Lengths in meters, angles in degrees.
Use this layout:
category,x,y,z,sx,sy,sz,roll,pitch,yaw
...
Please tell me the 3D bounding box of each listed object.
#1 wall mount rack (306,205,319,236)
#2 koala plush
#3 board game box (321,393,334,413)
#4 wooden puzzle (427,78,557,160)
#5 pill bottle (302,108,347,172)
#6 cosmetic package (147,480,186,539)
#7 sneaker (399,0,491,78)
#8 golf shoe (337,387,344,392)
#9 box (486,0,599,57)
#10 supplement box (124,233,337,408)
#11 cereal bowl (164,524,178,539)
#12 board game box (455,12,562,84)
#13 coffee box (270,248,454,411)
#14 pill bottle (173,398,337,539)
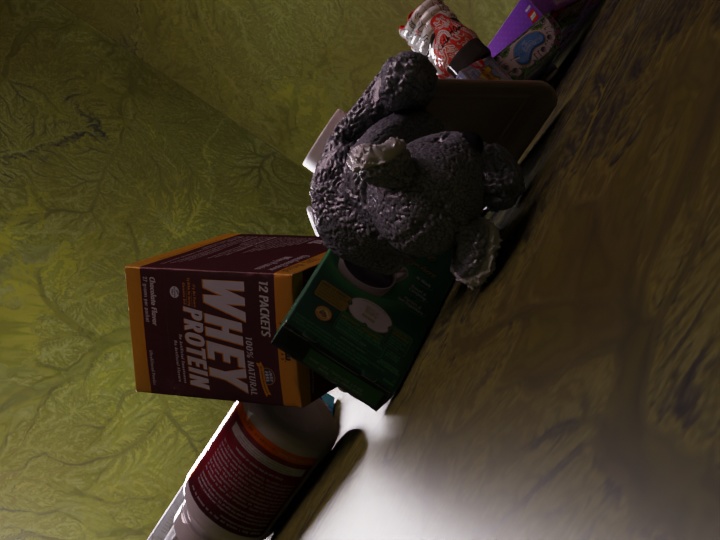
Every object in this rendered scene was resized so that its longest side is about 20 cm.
category,x,y,z,sx,sy,sz,roll,pitch,yaw
wall mount rack,0.000,0.000,1.554,0.074,0.201,0.174,-22,-2,-4
koala plush,0.049,-0.065,1.078,0.184,0.177,0.200,-44,17,3
board game box,-0.092,0.222,1.540,0.151,0.047,0.200,-57,2,3
wooden puzzle,0.076,-0.126,1.271,0.185,0.199,0.037,-57,46,40
pill bottle,0.032,-0.113,1.594,0.113,0.199,0.112,-56,2,3
cosmetic package,-0.244,0.377,1.911,0.201,0.101,0.071,-56,2,1
sneaker,0.100,-0.255,1.504,0.067,0.108,0.201,-41,-10,-4
golf shoe,-0.038,0.104,1.522,0.200,0.072,0.093,145,117,-75
box,0.215,-0.290,1.580,0.136,0.039,0.200,-31,-13,-32
supplement box,-0.103,0.045,1.319,0.197,0.199,0.134,-23,-67,-61
cereal bowl,-0.207,0.355,1.680,0.201,0.083,0.200,-57,2,4
board game box,0.157,-0.199,1.467,0.200,0.062,0.200,-40,-9,-13
coffee box,0.012,0.025,1.199,0.044,0.123,0.200,-54,5,48
pill bottle,-0.119,0.218,1.359,0.200,0.113,0.113,-55,3,23
